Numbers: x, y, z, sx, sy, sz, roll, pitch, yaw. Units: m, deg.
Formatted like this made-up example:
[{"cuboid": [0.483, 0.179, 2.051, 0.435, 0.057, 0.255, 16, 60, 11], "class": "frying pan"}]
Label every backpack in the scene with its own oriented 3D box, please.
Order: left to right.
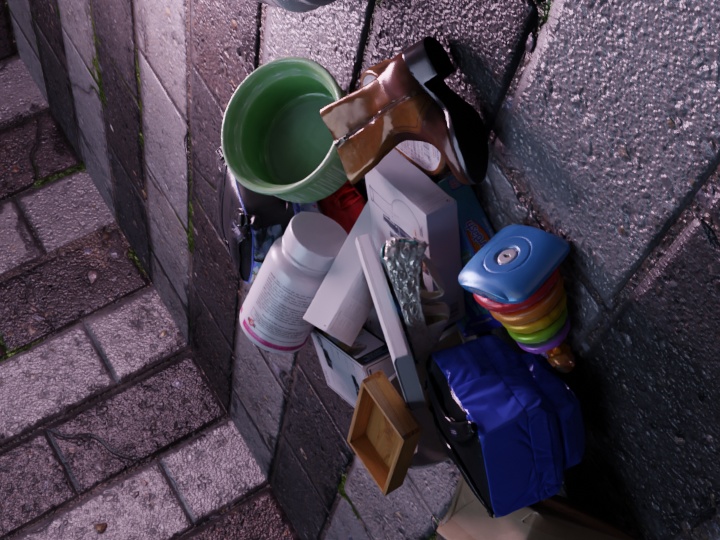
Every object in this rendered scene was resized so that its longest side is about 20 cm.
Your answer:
[{"cuboid": [-0.143, -0.085, 1.802, 0.201, 0.146, 0.184, 102, 153, -51], "class": "backpack"}, {"cuboid": [0.176, 0.182, 1.449, 0.200, 0.166, 0.164, -129, 26, -55], "class": "backpack"}]

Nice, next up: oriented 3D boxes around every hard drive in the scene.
[{"cuboid": [0.039, 0.067, 1.522, 0.132, 0.026, 0.201, 72, -179, -53], "class": "hard drive"}]

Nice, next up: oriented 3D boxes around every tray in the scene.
[{"cuboid": [0.032, 0.224, 1.574, 0.099, 0.037, 0.201, 54, 156, 23], "class": "tray"}]

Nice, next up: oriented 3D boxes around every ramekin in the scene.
[{"cuboid": [-0.091, -0.194, 1.651, 0.201, 0.200, 0.098, 53, -167, 26], "class": "ramekin"}]

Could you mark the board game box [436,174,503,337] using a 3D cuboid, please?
[{"cuboid": [0.136, -0.017, 1.522, 0.201, 0.045, 0.152, 63, 161, 2], "class": "board game box"}]

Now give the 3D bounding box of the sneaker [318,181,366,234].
[{"cuboid": [-0.040, -0.129, 1.780, 0.200, 0.078, 0.116, 41, 152, 44], "class": "sneaker"}]

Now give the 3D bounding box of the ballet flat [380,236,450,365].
[{"cuboid": [0.078, 0.042, 1.454, 0.072, 0.071, 0.201, 40, 155, 48], "class": "ballet flat"}]

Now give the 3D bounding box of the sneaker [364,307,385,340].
[{"cuboid": [0.003, 0.067, 1.805, 0.201, 0.084, 0.073, -104, 10, -47], "class": "sneaker"}]

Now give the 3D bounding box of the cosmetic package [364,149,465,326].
[{"cuboid": [0.071, -0.042, 1.515, 0.151, 0.051, 0.201, 47, 156, 43], "class": "cosmetic package"}]

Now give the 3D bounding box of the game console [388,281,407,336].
[{"cuboid": [0.057, 0.078, 1.749, 0.116, 0.176, 0.201, 21, 145, 18], "class": "game console"}]

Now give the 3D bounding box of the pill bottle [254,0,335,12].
[{"cuboid": [-0.095, -0.401, 1.520, 0.200, 0.110, 0.112, 32, 144, 55], "class": "pill bottle"}]

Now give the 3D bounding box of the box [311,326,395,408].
[{"cuboid": [0.000, 0.147, 1.730, 0.200, 0.060, 0.118, 31, 142, 61], "class": "box"}]

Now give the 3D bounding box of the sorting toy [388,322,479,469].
[{"cuboid": [0.114, 0.186, 1.634, 0.202, 0.179, 0.107, 66, 160, -8], "class": "sorting toy"}]

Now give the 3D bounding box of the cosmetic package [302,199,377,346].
[{"cuboid": [0.000, 0.000, 1.634, 0.050, 0.201, 0.082, 27, 175, 30], "class": "cosmetic package"}]

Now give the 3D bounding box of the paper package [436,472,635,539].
[{"cuboid": [0.234, 0.352, 1.512, 0.190, 0.199, 0.104, 23, 92, 61], "class": "paper package"}]

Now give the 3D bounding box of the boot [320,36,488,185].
[{"cuboid": [0.047, -0.155, 1.401, 0.199, 0.068, 0.190, -31, 85, 39], "class": "boot"}]

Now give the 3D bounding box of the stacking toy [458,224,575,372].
[{"cuboid": [0.210, 0.054, 1.377, 0.116, 0.110, 0.201, 20, 149, 49], "class": "stacking toy"}]

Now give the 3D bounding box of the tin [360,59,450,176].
[{"cuboid": [0.064, -0.198, 1.491, 0.200, 0.042, 0.113, 44, 148, 44], "class": "tin"}]

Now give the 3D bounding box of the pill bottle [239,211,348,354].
[{"cuboid": [-0.096, 0.018, 1.704, 0.114, 0.113, 0.201, 52, 133, 27], "class": "pill bottle"}]
